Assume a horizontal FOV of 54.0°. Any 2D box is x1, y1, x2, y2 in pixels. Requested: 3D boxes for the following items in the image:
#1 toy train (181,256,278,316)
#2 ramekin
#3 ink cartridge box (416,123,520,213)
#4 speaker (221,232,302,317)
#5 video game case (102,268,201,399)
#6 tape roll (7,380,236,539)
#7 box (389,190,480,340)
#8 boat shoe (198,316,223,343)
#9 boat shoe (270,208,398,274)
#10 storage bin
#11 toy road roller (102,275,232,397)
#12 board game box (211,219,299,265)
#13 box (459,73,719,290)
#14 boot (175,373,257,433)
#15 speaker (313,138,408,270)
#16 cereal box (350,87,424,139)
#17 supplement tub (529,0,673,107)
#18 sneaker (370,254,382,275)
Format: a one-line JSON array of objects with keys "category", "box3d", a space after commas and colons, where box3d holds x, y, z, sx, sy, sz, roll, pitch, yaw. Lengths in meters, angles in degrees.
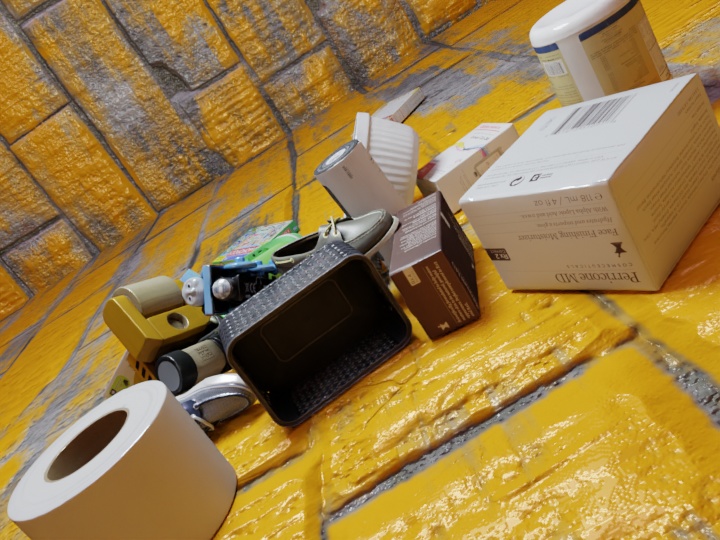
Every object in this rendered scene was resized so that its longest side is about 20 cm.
[{"category": "toy train", "box3d": [-0.176, 0.030, 1.024, 0.114, 0.087, 0.200, -7, -3, 19]}, {"category": "ramekin", "box3d": [0.033, -0.156, 1.177, 0.105, 0.201, 0.200, 7, 23, -4]}, {"category": "ink cartridge box", "box3d": [0.195, -0.184, 1.168, 0.200, 0.068, 0.116, -36, 19, -6]}, {"category": "speaker", "box3d": [-0.167, 0.008, 1.215, 0.088, 0.089, 0.200, -14, 16, 42]}, {"category": "video game case", "box3d": [-0.362, 0.116, 1.251, 0.181, 0.045, 0.200, -52, 8, 33]}, {"category": "tape roll", "box3d": [-0.258, 0.239, 0.779, 0.202, 0.139, 0.203, -29, 21, 12]}, {"category": "box", "box3d": [0.093, -0.014, 0.884, 0.075, 0.100, 0.200, -26, 21, 19]}, {"category": "boat shoe", "box3d": [-0.242, 0.103, 1.176, 0.072, 0.066, 0.201, -29, 20, 17]}, {"category": "boat shoe", "box3d": [-0.039, -0.035, 0.951, 0.201, 0.060, 0.072, -26, 26, 34]}, {"category": "storage bin", "box3d": [-0.056, 0.073, 0.856, 0.200, 0.135, 0.094, -35, 20, -6]}, {"category": "toy road roller", "box3d": [-0.287, 0.122, 1.031, 0.123, 0.200, 0.146, -21, -27, -54]}, {"category": "board game box", "box3d": [-0.238, -0.054, 1.591, 0.135, 0.029, 0.200, -45, 23, -31]}, {"category": "box", "box3d": [0.254, -0.088, 0.763, 0.200, 0.131, 0.199, -45, 23, -28]}, {"category": "boot", "box3d": [-0.219, 0.207, 0.923, 0.200, 0.073, 0.091, -24, 40, 21]}, {"category": "speaker", "box3d": [0.025, -0.084, 1.006, 0.081, 0.200, 0.081, -34, 20, 14]}, {"category": "cereal box", "box3d": [0.076, -0.424, 1.947, 0.144, 0.040, 0.200, -14, 28, 44]}, {"category": "supplement tub", "box3d": [0.335, -0.272, 0.961, 0.144, 0.200, 0.144, -29, 20, 12]}, {"category": "sneaker", "box3d": [0.000, 0.000, 1.062, 0.200, 0.075, 0.071, -58, -12, -57]}]
